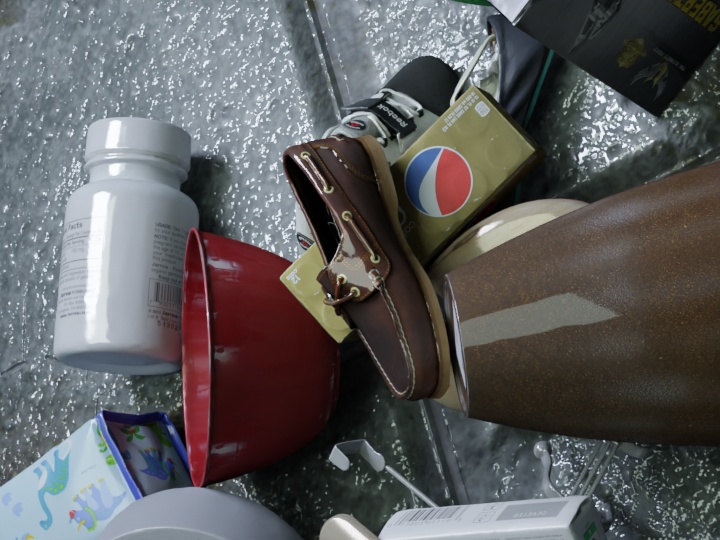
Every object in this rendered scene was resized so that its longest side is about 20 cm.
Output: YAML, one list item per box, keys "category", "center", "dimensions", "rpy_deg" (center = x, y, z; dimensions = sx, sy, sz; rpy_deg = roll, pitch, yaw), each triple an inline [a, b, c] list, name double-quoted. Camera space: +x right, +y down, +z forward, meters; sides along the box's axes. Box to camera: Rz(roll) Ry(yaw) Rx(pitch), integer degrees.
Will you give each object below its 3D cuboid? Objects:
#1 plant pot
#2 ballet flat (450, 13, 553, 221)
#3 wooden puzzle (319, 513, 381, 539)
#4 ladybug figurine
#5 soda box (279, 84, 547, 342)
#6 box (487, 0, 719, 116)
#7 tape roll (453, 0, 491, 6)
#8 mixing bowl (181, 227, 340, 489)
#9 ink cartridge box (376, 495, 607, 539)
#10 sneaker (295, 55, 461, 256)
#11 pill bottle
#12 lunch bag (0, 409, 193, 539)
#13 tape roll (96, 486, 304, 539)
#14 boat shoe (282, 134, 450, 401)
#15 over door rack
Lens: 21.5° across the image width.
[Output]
- category: "plant pot"
  center: [0.158, 0.034, 1.221]
  dimensions: [0.198, 0.187, 0.188]
  rpy_deg: [-8, 69, -3]
- category: "ballet flat"
  center: [0.096, -0.102, 1.427]
  dimensions: [0.073, 0.073, 0.201]
  rpy_deg: [8, 80, 37]
- category: "wooden puzzle"
  center: [0.032, 0.292, 1.325]
  dimensions: [0.185, 0.037, 0.201]
  rpy_deg: [36, 140, 37]
- category: "ladybug figurine"
  center: [0.119, 0.020, 1.360]
  dimensions: [0.200, 0.072, 0.136]
  rpy_deg: [-36, 98, 24]
- category: "soda box"
  center: [0.039, -0.039, 1.369]
  dimensions: [0.200, 0.064, 0.068]
  rpy_deg: [-45, 81, 11]
- category: "box"
  center: [0.193, -0.209, 1.304]
  dimensions: [0.159, 0.200, 0.048]
  rpy_deg: [-52, 51, 12]
- category: "tape roll"
  center: [0.106, -0.247, 1.378]
  dimensions: [0.199, 0.200, 0.049]
  rpy_deg: [-4, 74, 35]
- category: "mixing bowl"
  center: [-0.076, 0.067, 1.460]
  dimensions: [0.200, 0.108, 0.202]
  rpy_deg: [180, 90, -79]
- category: "ink cartridge box"
  center: [0.113, 0.256, 1.307]
  dimensions: [0.160, 0.050, 0.201]
  rpy_deg: [-10, 109, 35]
- category: "sneaker"
  center: [0.015, -0.096, 1.446]
  dimensions: [0.074, 0.089, 0.201]
  rpy_deg: [22, 66, 22]
- category: "pill bottle"
  center: [-0.193, -0.020, 1.591]
  dimensions: [0.114, 0.114, 0.202]
  rpy_deg: [-6, 74, 35]
- category: "lunch bag"
  center: [-0.203, 0.239, 1.531]
  dimensions: [0.170, 0.127, 0.201]
  rpy_deg: [-35, 73, 21]
- category: "tape roll"
  center: [-0.122, 0.266, 1.423]
  dimensions: [0.199, 0.066, 0.202]
  rpy_deg: [5, 113, 12]
- category: "boat shoe"
  center: [0.000, 0.000, 1.288]
  dimensions: [0.070, 0.070, 0.201]
  rpy_deg: [-54, 50, 51]
- category: "over door rack"
  center: [0.096, 0.120, 1.336]
  dimensions: [0.199, 0.067, 0.148]
  rpy_deg: [32, 115, 16]
